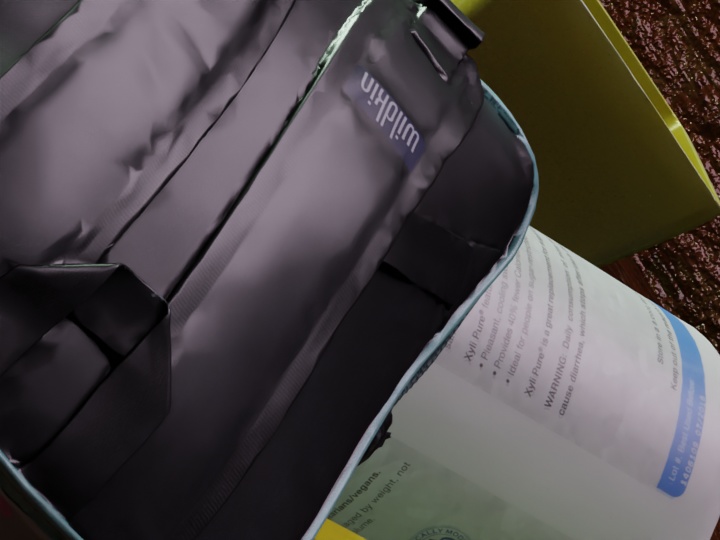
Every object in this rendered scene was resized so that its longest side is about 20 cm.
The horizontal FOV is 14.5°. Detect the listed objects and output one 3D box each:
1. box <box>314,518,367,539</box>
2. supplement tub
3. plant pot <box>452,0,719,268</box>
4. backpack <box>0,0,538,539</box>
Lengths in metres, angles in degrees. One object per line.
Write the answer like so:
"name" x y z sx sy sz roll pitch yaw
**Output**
"box" 0.045 0.182 0.703 0.200 0.097 0.176 30 23 -32
"supplement tub" 0.010 0.035 0.907 0.200 0.132 0.132 31 20 -26
"plant pot" 0.084 -0.091 1.723 0.200 0.176 0.200 54 9 -15
"backpack" -0.072 -0.008 0.674 0.176 0.153 0.200 54 37 -23
